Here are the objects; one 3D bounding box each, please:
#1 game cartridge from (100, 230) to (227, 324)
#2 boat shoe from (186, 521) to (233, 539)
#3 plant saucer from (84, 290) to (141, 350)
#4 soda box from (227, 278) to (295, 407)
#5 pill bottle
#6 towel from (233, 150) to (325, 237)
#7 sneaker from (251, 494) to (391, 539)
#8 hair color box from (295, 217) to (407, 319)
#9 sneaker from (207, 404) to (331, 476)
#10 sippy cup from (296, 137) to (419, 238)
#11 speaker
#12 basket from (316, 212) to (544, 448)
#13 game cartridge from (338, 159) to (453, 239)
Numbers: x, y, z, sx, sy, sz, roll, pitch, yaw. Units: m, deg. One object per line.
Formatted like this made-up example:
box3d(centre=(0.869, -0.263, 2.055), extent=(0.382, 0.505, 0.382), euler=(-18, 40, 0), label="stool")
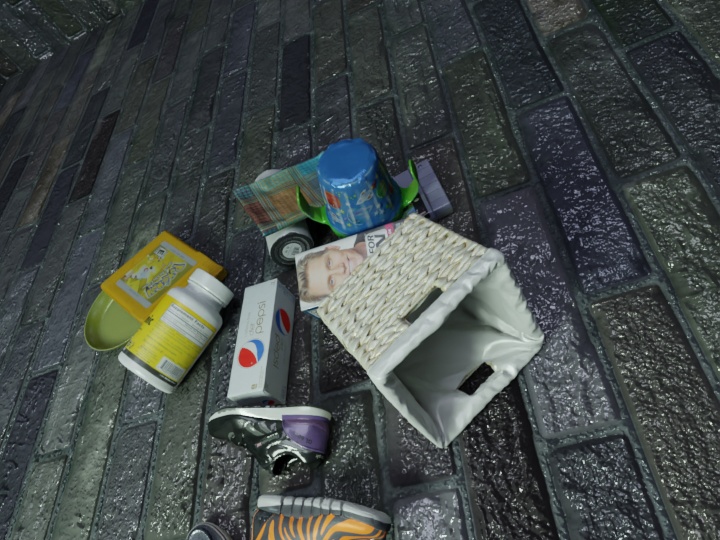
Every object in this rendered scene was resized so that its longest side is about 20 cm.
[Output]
box3d(centre=(-0.386, 0.019, 1.075), extent=(0.199, 0.033, 0.176), euler=(27, 62, 33), label="game cartridge")
box3d(centre=(-0.190, 0.392, 0.676), extent=(0.075, 0.093, 0.200), euler=(-41, 47, -4), label="boat shoe")
box3d(centre=(-0.472, 0.078, 1.120), extent=(0.199, 0.031, 0.201), euler=(-16, 49, 19), label="plant saucer")
box3d(centre=(-0.154, 0.117, 0.882), extent=(0.068, 0.064, 0.201), euler=(-15, 50, 21), label="soda box")
box3d(centre=(-0.311, 0.100, 0.954), extent=(0.111, 0.111, 0.201), euler=(21, 68, 39), label="pill bottle")
box3d(centre=(-0.115, -0.144, 0.996), extent=(0.199, 0.022, 0.147), euler=(-27, 49, -17), label="towel")
box3d(centre=(-0.053, 0.336, 0.660), extent=(0.199, 0.077, 0.113), euler=(-14, 54, 35), label="sneaker")
box3d(centre=(0.000, 0.000, 0.864), extent=(0.199, 0.060, 0.101), euler=(-18, 66, 19), label="hair color box")
box3d(centre=(-0.139, 0.241, 0.776), extent=(0.199, 0.076, 0.088), euler=(-10, 58, 24), label="sneaker")
box3d(centre=(-0.007, -0.134, 0.877), extent=(0.178, 0.131, 0.140), euler=(-41, 59, -9), label="sippy cup")
box3d(centre=(-0.147, -0.103, 1.031), extent=(0.081, 0.081, 0.201), euler=(-30, 47, 8), label="speaker")
box3d(centre=(0.089, 0.072, 0.686), extent=(0.198, 0.200, 0.161), euler=(-44, 41, -6), label="basket")
box3d(centre=(0.050, -0.102, 0.948), extent=(0.199, 0.038, 0.130), euler=(-27, 43, 10), label="game cartridge")
